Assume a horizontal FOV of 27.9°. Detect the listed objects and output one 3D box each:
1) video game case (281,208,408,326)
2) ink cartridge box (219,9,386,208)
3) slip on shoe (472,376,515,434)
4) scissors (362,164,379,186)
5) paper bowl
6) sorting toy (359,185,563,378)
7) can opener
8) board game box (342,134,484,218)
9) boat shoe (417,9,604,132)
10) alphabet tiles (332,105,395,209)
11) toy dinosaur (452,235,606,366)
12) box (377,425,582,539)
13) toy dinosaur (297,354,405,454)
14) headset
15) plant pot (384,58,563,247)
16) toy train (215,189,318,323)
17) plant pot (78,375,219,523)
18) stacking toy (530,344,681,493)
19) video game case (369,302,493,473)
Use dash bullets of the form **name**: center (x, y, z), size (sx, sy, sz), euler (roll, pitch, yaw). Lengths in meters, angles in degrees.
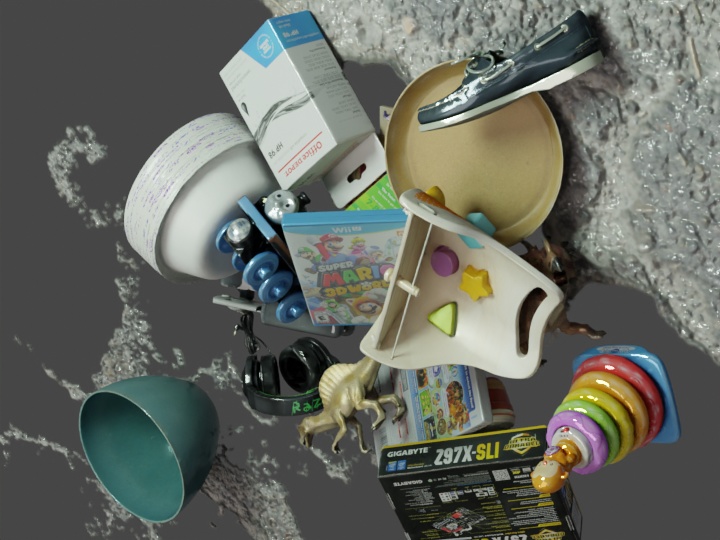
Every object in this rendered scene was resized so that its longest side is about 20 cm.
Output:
- **video game case**: center (0.000, 0.000, 1.596), size (0.141, 0.018, 0.201), euler (-1, 145, 9)
- **ink cartridge box**: center (-0.062, -0.171, 1.614), size (0.116, 0.066, 0.202), euler (-37, 79, 46)
- **slip on shoe**: center (0.110, 0.175, 1.692), size (0.200, 0.073, 0.062), euler (-34, 55, 52)
- **scissors**: center (0.024, -0.073, 1.652), size (0.201, 0.014, 0.073), euler (54, 136, 2)
- **paper bowl**: center (-0.168, -0.072, 1.680), size (0.104, 0.199, 0.202), euler (41, 135, 26)
- **sorting toy**: center (0.114, 0.025, 1.469), size (0.179, 0.107, 0.202), euler (29, 130, 17)
- **can opener**: center (-0.097, 0.035, 1.791), size (0.198, 0.053, 0.068), euler (9, 96, 31)
- **board game box**: center (0.053, -0.064, 1.599), size (0.096, 0.030, 0.200), euler (54, 134, 3)
- **boat shoe**: center (0.138, -0.191, 1.414), size (0.198, 0.075, 0.063), euler (-21, 96, 28)
- **alphabet tiles**: center (0.050, -0.097, 1.608), size (0.198, 0.008, 0.169), euler (16, 120, 31)
- **toy dinosaur**: center (0.171, 0.026, 1.533), size (0.199, 0.085, 0.137), euler (-6, 110, 47)
- **box**: center (0.135, 0.254, 1.631), size (0.197, 0.050, 0.161), euler (-10, 132, 19)
- **toy dinosaur**: center (0.000, 0.142, 1.684), size (0.101, 0.058, 0.201), euler (43, 99, 22)
- **headset**: center (-0.098, 0.115, 1.800), size (0.200, 0.122, 0.095), euler (30, 132, 58)
- **plant pot**: center (0.119, -0.120, 1.501), size (0.197, 0.027, 0.203), euler (8, 108, 24)
- **toy train**: center (-0.086, -0.022, 1.649), size (0.087, 0.114, 0.200), euler (46, 176, 31)
- **plant pot**: center (-0.272, 0.225, 1.997), size (0.198, 0.134, 0.203), euler (20, 125, 31)
- **stacking toy**: center (0.230, 0.167, 1.474), size (0.115, 0.199, 0.111), euler (-4, 112, 43)
- **video game case**: center (0.074, 0.139, 1.674), size (0.199, 0.018, 0.145), euler (-35, 55, 47)
